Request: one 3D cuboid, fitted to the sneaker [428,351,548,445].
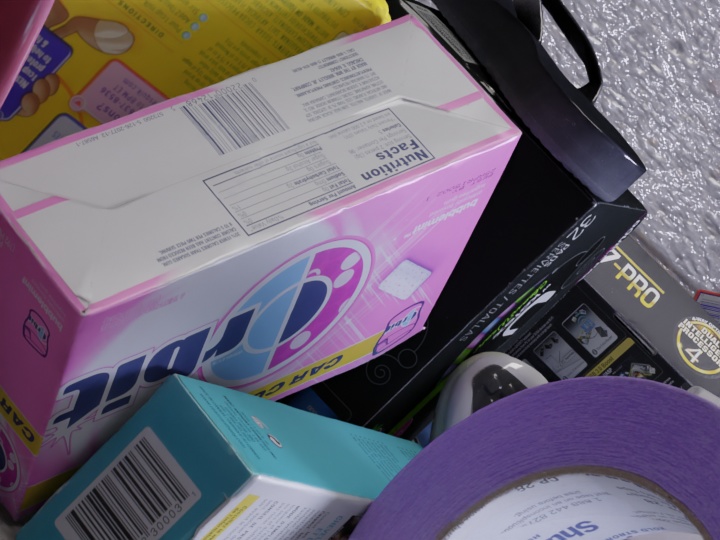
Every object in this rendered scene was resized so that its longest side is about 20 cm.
[{"bbox_3d":[0.047,0.102,0.995,0.081,0.075,0.200,42,-27,35],"label":"sneaker"}]

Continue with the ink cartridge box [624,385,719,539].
[{"bbox_3d":[0.161,0.158,0.960,0.147,0.083,0.200,32,-30,16],"label":"ink cartridge box"}]

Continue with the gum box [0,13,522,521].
[{"bbox_3d":[-0.044,-0.006,0.799,0.200,0.114,0.066,-23,62,-35],"label":"gum box"}]

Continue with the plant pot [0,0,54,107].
[{"bbox_3d":[-0.192,-0.075,0.629,0.179,0.200,0.200,28,12,-3],"label":"plant pot"}]

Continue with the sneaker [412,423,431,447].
[{"bbox_3d":[0.014,0.065,1.121,0.200,0.077,0.076,29,-22,26],"label":"sneaker"}]

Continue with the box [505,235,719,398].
[{"bbox_3d":[0.077,0.045,1.157,0.161,0.200,0.049,43,50,2],"label":"box"}]

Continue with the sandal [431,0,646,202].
[{"bbox_3d":[0.074,-0.094,0.944,0.076,0.043,0.200,37,14,-36],"label":"sandal"}]

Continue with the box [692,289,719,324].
[{"bbox_3d":[0.195,0.123,1.194,0.103,0.200,0.095,13,-18,48],"label":"box"}]

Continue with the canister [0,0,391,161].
[{"bbox_3d":[-0.105,-0.068,0.840,0.149,0.200,0.087,38,14,-34],"label":"canister"}]

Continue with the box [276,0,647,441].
[{"bbox_3d":[0.000,0.000,0.977,0.124,0.200,0.149,47,11,10],"label":"box"}]

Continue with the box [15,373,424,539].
[{"bbox_3d":[-0.031,0.094,0.832,0.049,0.082,0.200,50,11,25],"label":"box"}]

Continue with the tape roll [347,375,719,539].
[{"bbox_3d":[0.076,0.138,0.753,0.066,0.200,0.200,33,16,-46],"label":"tape roll"}]
